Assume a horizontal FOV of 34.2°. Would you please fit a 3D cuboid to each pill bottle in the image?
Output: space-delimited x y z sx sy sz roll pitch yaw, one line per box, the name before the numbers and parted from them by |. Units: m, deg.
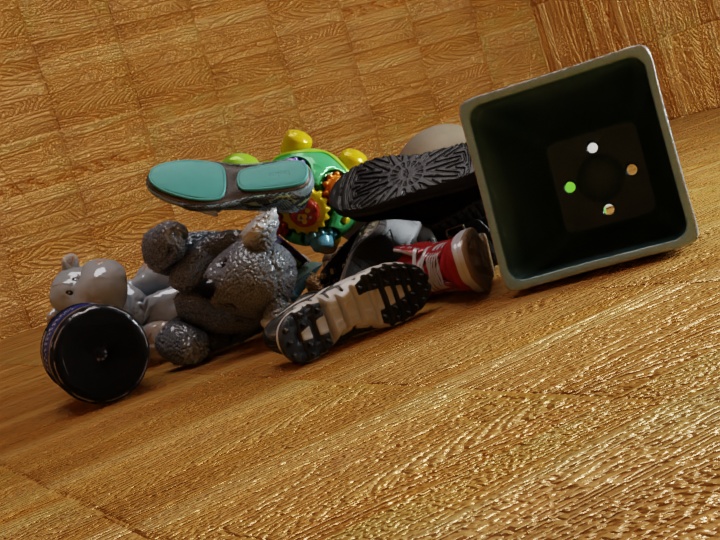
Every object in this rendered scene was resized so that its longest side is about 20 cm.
pill bottle | -0.319 0.094 1.383 0.111 0.113 0.200 -19 5 -20

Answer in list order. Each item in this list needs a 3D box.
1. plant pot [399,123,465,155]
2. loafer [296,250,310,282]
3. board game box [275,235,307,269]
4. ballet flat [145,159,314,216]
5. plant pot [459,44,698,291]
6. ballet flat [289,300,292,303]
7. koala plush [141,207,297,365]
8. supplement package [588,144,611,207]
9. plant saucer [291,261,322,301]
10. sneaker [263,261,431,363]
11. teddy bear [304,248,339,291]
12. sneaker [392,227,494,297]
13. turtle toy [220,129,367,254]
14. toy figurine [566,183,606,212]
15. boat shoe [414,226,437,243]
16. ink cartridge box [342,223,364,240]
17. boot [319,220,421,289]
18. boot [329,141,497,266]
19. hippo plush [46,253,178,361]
plant pot | 0.164 -0.127 1.894 0.186 0.189 0.200 -18 19 -6
loafer | -0.168 0.006 1.758 0.199 0.072 0.063 -16 44 -39
board game box | -0.144 0.002 1.639 0.120 0.032 0.200 -50 -14 -1
ballet flat | -0.154 -0.092 1.393 0.198 0.075 0.074 1 6 2
plant pot | 0.240 -0.101 1.224 0.194 0.198 0.200 -16 -3 20
ballet flat | -0.179 0.060 1.530 0.199 0.072 0.072 -21 7 -38
koala plush | -0.139 0.010 1.393 0.183 0.179 0.200 -9 -4 -31
supplement package | 0.265 -0.170 1.730 0.155 0.202 0.111 -18 5 -7
plant saucer | -0.104 0.027 1.699 0.070 0.019 0.200 -53 -3 15
sneaker | -0.020 0.039 1.221 0.199 0.067 0.090 -23 10 -31
teddy bear | -0.010 -0.009 1.688 0.144 0.067 0.200 -17 4 36
sneaker | 0.085 -0.003 1.291 0.112 0.072 0.200 -12 -2 11
turtle toy | -0.087 -0.095 1.475 0.198 0.147 0.101 19 23 -2
toy figurine | 0.208 -0.084 1.564 0.183 0.151 0.199 -25 -21 27
boat shoe | 0.080 -0.027 1.555 0.060 0.072 0.201 -13 8 -3
ink cartridge box | 0.025 -0.097 1.607 0.135 0.077 0.200 -11 -5 10
boot | 0.000 0.000 1.480 0.151 0.073 0.201 -43 18 50
boot | 0.081 -0.061 1.406 0.209 0.158 0.080 -8 46 19
hippo plush | -0.329 0.027 1.564 0.199 0.160 0.161 -9 -33 41
